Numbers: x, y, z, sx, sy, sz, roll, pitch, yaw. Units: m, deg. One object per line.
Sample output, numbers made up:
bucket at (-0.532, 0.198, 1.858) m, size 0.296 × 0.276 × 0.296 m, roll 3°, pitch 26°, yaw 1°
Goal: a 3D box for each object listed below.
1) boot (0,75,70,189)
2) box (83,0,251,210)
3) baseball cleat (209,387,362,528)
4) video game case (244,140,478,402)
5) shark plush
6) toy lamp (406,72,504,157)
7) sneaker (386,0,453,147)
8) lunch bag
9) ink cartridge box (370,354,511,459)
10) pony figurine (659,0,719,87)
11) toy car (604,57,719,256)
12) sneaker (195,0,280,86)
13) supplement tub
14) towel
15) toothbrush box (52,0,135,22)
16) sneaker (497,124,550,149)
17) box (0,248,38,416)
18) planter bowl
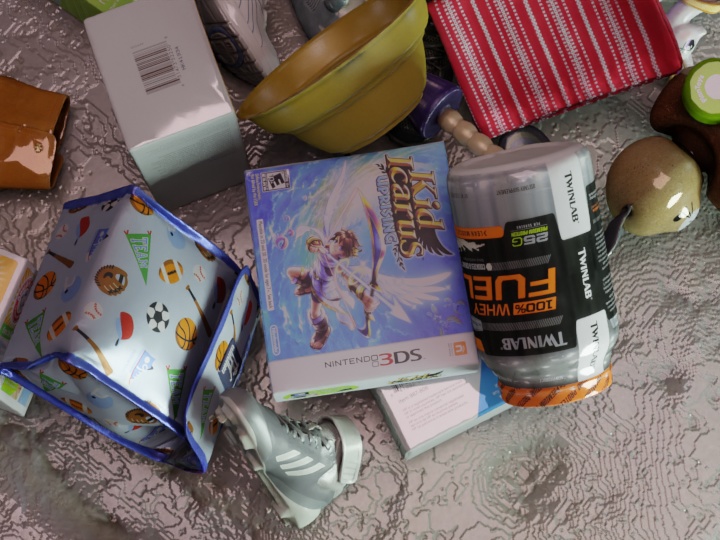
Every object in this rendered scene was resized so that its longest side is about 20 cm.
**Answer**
boot at (-0.355, -0.090, 1.396) m, size 0.142 × 0.071 × 0.203 m, roll 15°, pitch 73°, yaw 6°
box at (-0.166, -0.148, 1.345) m, size 0.096 × 0.200 × 0.126 m, roll -20°, pitch 79°, yaw -4°
baseball cleat at (-0.059, 0.142, 1.296) m, size 0.106 × 0.201 × 0.070 m, roll -36°, pitch 55°, yaw -12°
video game case at (0.000, 0.000, 1.308) m, size 0.179 × 0.045 × 0.203 m, roll -8°, pitch 77°, yaw -2°
shark plush at (-0.024, -0.201, 1.446) m, size 0.082 × 0.091 × 0.203 m, roll -10°, pitch 92°, yaw 22°
toy lamp at (0.111, -0.109, 1.349) m, size 0.200 × 0.058 × 0.058 m, roll 42°, pitch 80°, yaw 16°
sneaker at (0.064, -0.219, 1.409) m, size 0.075 × 0.114 × 0.202 m, roll 18°, pitch 82°, yaw 4°
lunch bag at (-0.173, 0.054, 1.267) m, size 0.123 × 0.200 × 0.172 m, roll -7°, pitch 53°, yaw 42°
ink cartridge box at (0.060, 0.046, 1.363) m, size 0.143 × 0.084 × 0.202 m, roll -25°, pitch 79°, yaw -6°
pony figurine at (0.291, -0.290, 1.400) m, size 0.192 × 0.167 × 0.200 m, roll 36°, pitch 112°, yaw -9°
toy car at (0.285, -0.068, 1.359) m, size 0.200 × 0.164 × 0.158 m, roll -43°, pitch 81°, yaw 1°
sneaker at (-0.115, -0.257, 1.397) m, size 0.087 × 0.074 × 0.201 m, roll -44°, pitch 125°, yaw -25°
supplement tub at (0.146, 0.003, 1.249) m, size 0.121 × 0.123 × 0.203 m, roll -13°, pitch 99°, yaw -3°
towel at (0.174, -0.208, 1.349) m, size 0.198 × 0.023 × 0.146 m, roll -18°, pitch 112°, yaw 17°
toothbrush box at (-0.251, -0.323, 1.443) m, size 0.199 × 0.086 × 0.146 m, roll 35°, pitch 79°, yaw 8°
sneaker at (0.174, -0.044, 1.386) m, size 0.073 × 0.081 × 0.202 m, roll -16°, pitch 78°, yaw -4°
box at (-0.333, 0.044, 1.301) m, size 0.100 × 0.200 × 0.114 m, roll 20°, pitch 78°, yaw 4°
planter bowl at (-0.004, -0.161, 1.312) m, size 0.200 × 0.200 × 0.084 m, roll -40°, pitch 107°, yaw -8°
